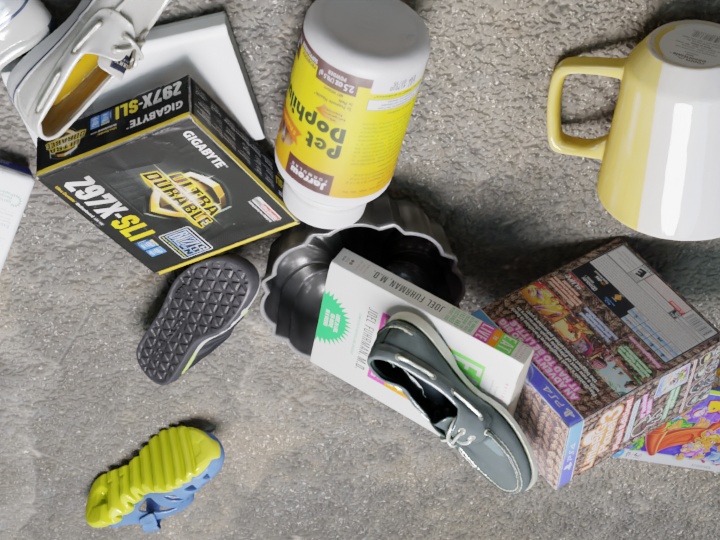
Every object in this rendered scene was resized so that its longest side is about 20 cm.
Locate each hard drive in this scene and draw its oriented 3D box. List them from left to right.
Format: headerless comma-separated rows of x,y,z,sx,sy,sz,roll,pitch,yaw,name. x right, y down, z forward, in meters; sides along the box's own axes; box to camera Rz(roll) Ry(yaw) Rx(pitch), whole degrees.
-0.196,-0.149,1.341,0.198,0.026,0.133,-12,136,6,hard drive

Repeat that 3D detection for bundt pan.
0.000,0.000,1.481,0.200,0.076,0.203,-3,137,-3,bundt pan

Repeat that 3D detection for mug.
0.268,-0.128,1.333,0.184,0.150,0.154,-8,129,-7,mug

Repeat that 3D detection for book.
0.055,0.075,1.415,0.199,0.048,0.134,27,136,15,book

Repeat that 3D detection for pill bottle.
-0.013,-0.133,1.317,0.108,0.110,0.201,5,135,-11,pill bottle

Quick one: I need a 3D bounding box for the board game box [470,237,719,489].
0.221,0.086,1.479,0.199,0.160,0.097,-25,142,-23,board game box

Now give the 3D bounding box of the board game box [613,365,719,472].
0.381,0.162,1.712,0.198,0.045,0.135,10,134,-15,board game box

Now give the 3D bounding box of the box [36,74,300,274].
-0.169,-0.080,1.368,0.158,0.050,0.200,-17,148,19,box

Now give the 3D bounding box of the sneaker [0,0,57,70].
-0.339,-0.167,1.273,0.199,0.073,0.071,-29,126,21,sneaker

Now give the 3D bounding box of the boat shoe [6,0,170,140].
-0.203,-0.185,1.241,0.200,0.070,0.071,-41,150,11,boat shoe

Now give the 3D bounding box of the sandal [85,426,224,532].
-0.217,0.238,1.714,0.199,0.080,0.087,-30,135,35,sandal

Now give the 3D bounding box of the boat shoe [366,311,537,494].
0.078,0.131,1.364,0.200,0.062,0.073,51,136,-7,boat shoe

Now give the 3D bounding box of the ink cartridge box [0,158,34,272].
-0.419,-0.027,1.375,0.195,0.043,0.202,19,103,-24,ink cartridge box

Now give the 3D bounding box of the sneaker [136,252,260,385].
-0.153,0.037,1.514,0.072,0.083,0.200,52,130,5,sneaker
